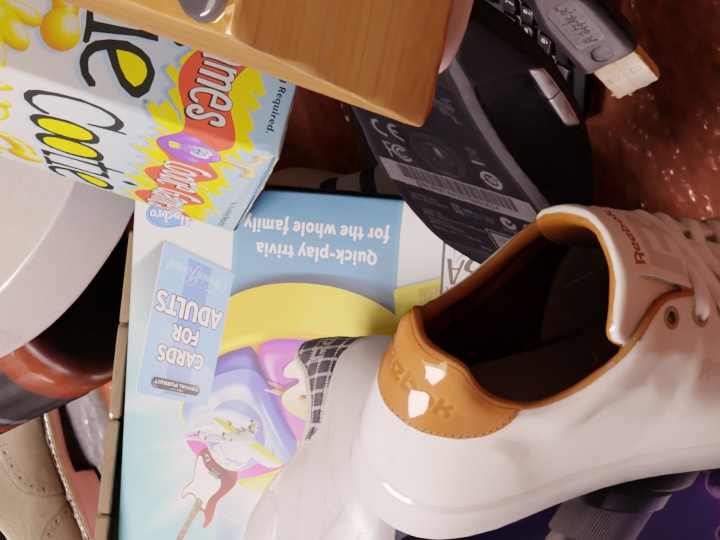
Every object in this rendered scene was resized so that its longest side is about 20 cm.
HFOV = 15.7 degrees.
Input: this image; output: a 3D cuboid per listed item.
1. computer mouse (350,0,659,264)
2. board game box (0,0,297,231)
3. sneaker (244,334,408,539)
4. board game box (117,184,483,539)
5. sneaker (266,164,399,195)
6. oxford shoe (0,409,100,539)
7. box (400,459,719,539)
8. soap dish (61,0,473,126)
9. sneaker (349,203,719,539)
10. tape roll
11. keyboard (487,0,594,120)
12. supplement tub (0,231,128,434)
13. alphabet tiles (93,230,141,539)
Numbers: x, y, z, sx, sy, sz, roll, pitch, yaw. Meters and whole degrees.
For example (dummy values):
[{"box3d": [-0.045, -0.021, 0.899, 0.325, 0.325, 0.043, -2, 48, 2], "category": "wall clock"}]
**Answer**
[{"box3d": [0.041, -0.064, 0.750, 0.140, 0.046, 0.200, 15, 152, 45], "category": "computer mouse"}, {"box3d": [-0.114, -0.100, 0.835, 0.199, 0.105, 0.103, 18, 165, -7], "category": "board game box"}, {"box3d": [-0.004, 0.122, 0.836, 0.080, 0.076, 0.201, 14, 90, 31], "category": "sneaker"}, {"box3d": [-0.009, 0.073, 0.898, 0.150, 0.047, 0.201, 5, 93, 29], "category": "board game box"}, {"box3d": [0.000, 0.000, 0.953, 0.199, 0.084, 0.075, -10, 108, 52], "category": "sneaker"}, {"box3d": [-0.184, 0.076, 1.232, 0.071, 0.074, 0.201, -25, 96, 54], "category": "oxford shoe"}, {"box3d": [0.122, 0.108, 0.791, 0.148, 0.200, 0.105, 21, 130, 39], "category": "box"}, {"box3d": [-0.051, -0.138, 0.662, 0.199, 0.081, 0.158, 22, 106, 40], "category": "soap dish"}, {"box3d": [0.093, 0.013, 0.755, 0.073, 0.199, 0.085, 51, 149, 31], "category": "sneaker"}, {"box3d": [-0.156, -0.062, 0.974, 0.202, 0.037, 0.204, -12, 70, 35], "category": "tape roll"}, {"box3d": [-0.001, -0.126, 0.902, 0.200, 0.040, 0.105, 32, 137, 29], "category": "keyboard"}, {"box3d": [-0.192, 0.031, 1.067, 0.199, 0.107, 0.107, -26, 96, 30], "category": "supplement tub"}, {"box3d": [-0.087, 0.061, 0.995, 0.166, 0.006, 0.201, 102, 174, -84], "category": "alphabet tiles"}]
